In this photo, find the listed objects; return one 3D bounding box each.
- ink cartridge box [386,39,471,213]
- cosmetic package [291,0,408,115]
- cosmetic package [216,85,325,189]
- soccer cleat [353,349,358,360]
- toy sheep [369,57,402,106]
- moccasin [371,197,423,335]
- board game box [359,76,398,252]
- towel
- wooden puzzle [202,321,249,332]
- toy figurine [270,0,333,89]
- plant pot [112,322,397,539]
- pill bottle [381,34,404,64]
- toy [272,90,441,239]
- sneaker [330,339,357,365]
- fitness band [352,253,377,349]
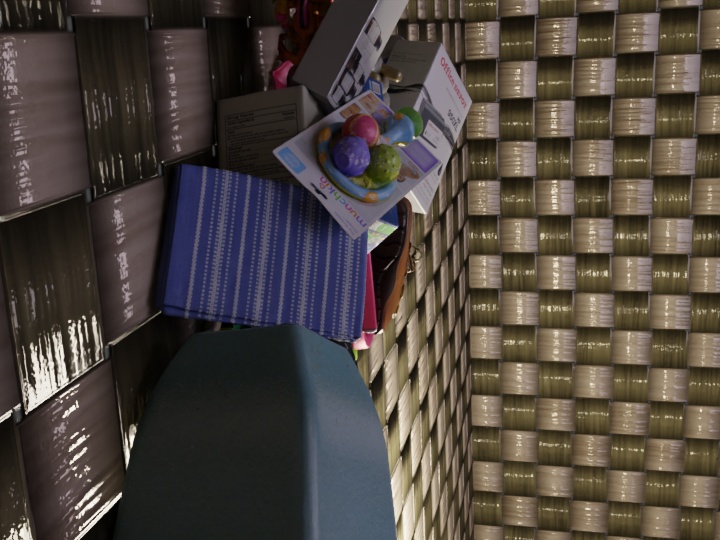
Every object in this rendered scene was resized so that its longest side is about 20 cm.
[{"bbox_3d":[0.075,-0.210,1.324,0.145,0.083,0.203,47,61,-53],"label":"ink cartridge box"},{"bbox_3d":[0.003,-0.267,0.970,0.203,0.050,0.083,-62,166,-3],"label":"cosmetic package"},{"bbox_3d":[-0.086,-0.075,0.943,0.087,0.101,0.205,35,50,-71],"label":"cosmetic package"},{"bbox_3d":[-0.053,0.135,1.250,0.201,0.066,0.082,-65,135,-61],"label":"soccer cleat"},{"bbox_3d":[-0.020,-0.228,1.204,0.138,0.135,0.204,-59,166,-63],"label":"toy sheep"},{"bbox_3d":[0.041,-0.010,1.260,0.077,0.072,0.206,-34,134,-53],"label":"moccasin"},{"bbox_3d":[-0.018,-0.101,1.017,0.034,0.135,0.204,17,50,-31],"label":"board game box"},{"bbox_3d":[-0.087,-0.015,0.853,0.024,0.195,0.148,144,-47,-63],"label":"towel"},{"bbox_3d":[-0.127,0.114,0.971,0.202,0.036,0.188,72,23,-53],"label":"wooden puzzle"},{"bbox_3d":[-0.057,-0.261,1.046,0.201,0.146,0.188,-83,177,-60],"label":"toy figurine"},{"bbox_3d":[-0.084,0.159,0.803,0.195,0.192,0.205,34,53,-62],"label":"plant pot"},{"bbox_3d":[0.023,-0.254,1.411,0.114,0.111,0.204,-64,152,-60],"label":"pill bottle"},{"bbox_3d":[0.011,-0.125,0.916,0.047,0.115,0.200,-46,177,38],"label":"toy"},{"bbox_3d":[-0.060,0.089,1.183,0.201,0.089,0.077,-108,176,-64],"label":"sneaker"},{"bbox_3d":[0.000,0.000,1.156,0.144,0.036,0.205,-87,173,-67],"label":"fitness band"}]
